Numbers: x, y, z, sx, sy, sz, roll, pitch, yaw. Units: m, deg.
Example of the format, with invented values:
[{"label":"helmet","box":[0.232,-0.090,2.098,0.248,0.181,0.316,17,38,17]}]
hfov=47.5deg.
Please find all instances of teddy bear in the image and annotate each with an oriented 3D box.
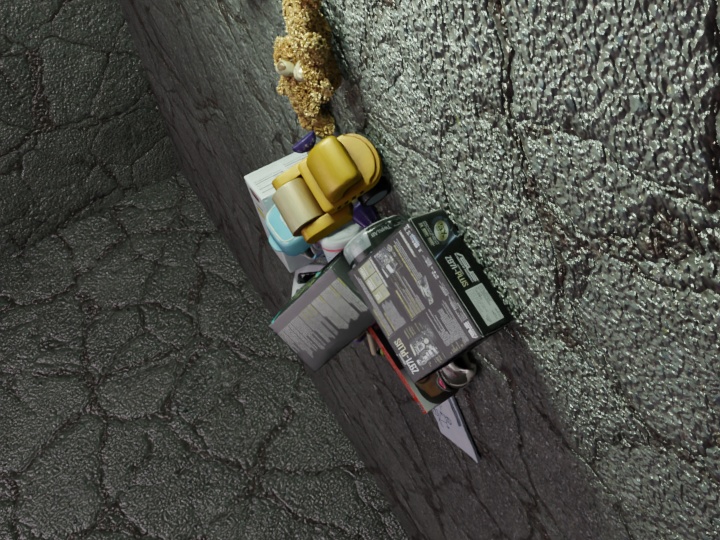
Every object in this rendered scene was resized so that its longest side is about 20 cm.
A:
[{"label":"teddy bear","box":[-0.104,-0.317,1.450,0.145,0.067,0.200,51,164,29]},{"label":"teddy bear","box":[-0.086,-0.362,1.258,0.145,0.067,0.200,56,166,31]}]

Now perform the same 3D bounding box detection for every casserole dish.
[{"label":"casserole dish","box":[-0.104,-0.118,1.566,0.121,0.200,0.039,51,-173,32]}]

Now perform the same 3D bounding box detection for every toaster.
[{"label":"toaster","box":[-0.058,0.045,1.750,0.200,0.129,0.114,-3,78,52]}]

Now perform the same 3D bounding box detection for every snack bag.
[{"label":"snack bag","box":[0.176,0.301,1.756,0.201,0.021,0.188,66,165,-18]}]

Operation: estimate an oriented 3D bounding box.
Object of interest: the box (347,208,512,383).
[{"label":"box","box":[0.101,0.038,1.218,0.164,0.086,0.200,-42,75,41]}]

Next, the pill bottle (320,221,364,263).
[{"label":"pill bottle","box":[0.000,0.000,1.612,0.109,0.109,0.201,38,153,58]}]

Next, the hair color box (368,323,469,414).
[{"label":"hair color box","box":[0.105,0.155,1.526,0.200,0.101,0.061,56,172,7]}]

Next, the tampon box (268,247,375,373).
[{"label":"tampon box","box":[-0.041,0.059,1.495,0.126,0.150,0.200,45,125,-5]}]

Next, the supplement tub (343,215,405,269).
[{"label":"supplement tub","box":[0.069,0.019,1.371,0.200,0.122,0.123,60,166,11]}]

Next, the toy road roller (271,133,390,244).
[{"label":"toy road roller","box":[-0.058,-0.146,1.355,0.123,0.200,0.146,59,-172,11]}]

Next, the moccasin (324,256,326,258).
[{"label":"moccasin","box":[-0.107,-0.078,1.934,0.068,0.080,0.200,51,158,-22]}]

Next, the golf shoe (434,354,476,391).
[{"label":"golf shoe","box":[0.139,0.115,1.454,0.200,0.077,0.088,56,147,7]}]

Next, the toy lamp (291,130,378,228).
[{"label":"toy lamp","box":[-0.041,-0.162,1.494,0.200,0.058,0.058,51,169,-15]}]

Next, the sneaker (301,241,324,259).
[{"label":"sneaker","box":[-0.081,-0.053,1.651,0.075,0.199,0.087,-50,39,40]}]

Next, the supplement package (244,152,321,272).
[{"label":"supplement package","box":[-0.129,-0.128,1.720,0.111,0.155,0.200,50,163,49]}]

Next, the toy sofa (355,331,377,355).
[{"label":"toy sofa","box":[-0.013,0.101,1.885,0.200,0.097,0.083,50,163,38]}]

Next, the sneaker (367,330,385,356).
[{"label":"sneaker","box":[0.078,0.166,1.709,0.200,0.083,0.071,50,163,39]}]
